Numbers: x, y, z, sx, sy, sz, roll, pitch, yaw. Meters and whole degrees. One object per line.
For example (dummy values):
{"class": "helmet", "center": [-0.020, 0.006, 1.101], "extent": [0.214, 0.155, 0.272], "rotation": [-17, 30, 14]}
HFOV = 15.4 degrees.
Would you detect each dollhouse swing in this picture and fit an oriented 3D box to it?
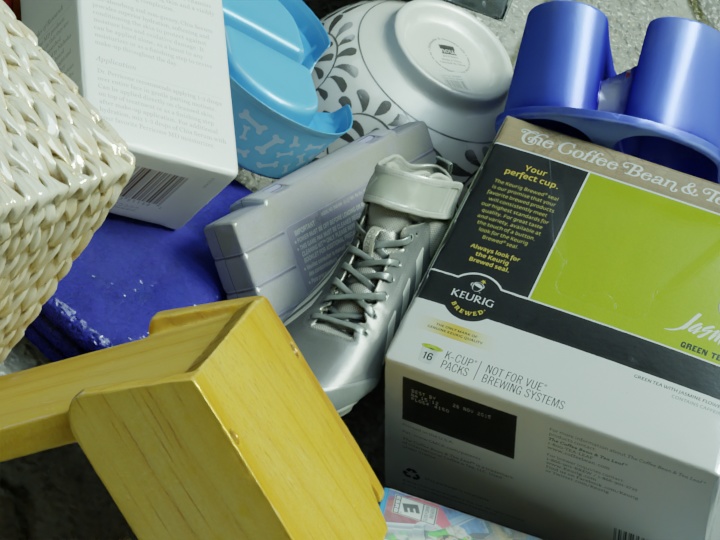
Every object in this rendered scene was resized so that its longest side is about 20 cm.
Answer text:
{"class": "dollhouse swing", "center": [-0.112, 0.115, 1.361], "extent": [0.182, 0.175, 0.200], "rotation": [59, 11, -6]}

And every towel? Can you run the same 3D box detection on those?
{"class": "towel", "center": [-0.141, -0.013, 1.546], "extent": [0.147, 0.050, 0.200], "rotation": [39, 37, 7]}

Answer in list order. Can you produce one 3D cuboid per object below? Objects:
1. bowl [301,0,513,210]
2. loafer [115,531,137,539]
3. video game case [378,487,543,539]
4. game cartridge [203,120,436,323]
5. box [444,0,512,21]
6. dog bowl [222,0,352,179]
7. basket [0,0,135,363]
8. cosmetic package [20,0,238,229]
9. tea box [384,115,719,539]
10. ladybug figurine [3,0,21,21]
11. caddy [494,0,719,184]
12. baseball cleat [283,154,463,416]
{"class": "bowl", "center": [0.039, -0.114, 1.737], "extent": [0.200, 0.094, 0.201], "rotation": [20, 42, -19]}
{"class": "loafer", "center": [-0.064, 0.189, 1.382], "extent": [0.199, 0.070, 0.076], "rotation": [18, 43, -22]}
{"class": "video game case", "center": [0.094, 0.193, 1.430], "extent": [0.199, 0.018, 0.143], "rotation": [19, 32, -1]}
{"class": "game cartridge", "center": [-0.008, -0.003, 1.596], "extent": [0.200, 0.038, 0.130], "rotation": [-30, 100, -49]}
{"class": "box", "center": [0.000, -0.248, 1.786], "extent": [0.199, 0.087, 0.164], "rotation": [20, 6, -21]}
{"class": "dog bowl", "center": [-0.071, -0.127, 1.647], "extent": [0.111, 0.050, 0.200], "rotation": [26, 26, -26]}
{"class": "basket", "center": [-0.256, -0.049, 1.374], "extent": [0.198, 0.200, 0.160], "rotation": [50, 39, 15]}
{"class": "cosmetic package", "center": [-0.137, -0.134, 1.540], "extent": [0.101, 0.071, 0.201], "rotation": [14, 56, -32]}
{"class": "tea box", "center": [0.138, 0.046, 1.538], "extent": [0.199, 0.134, 0.197], "rotation": [19, 56, 14]}
{"class": "ladybug figurine", "center": [-0.208, -0.153, 1.609], "extent": [0.199, 0.072, 0.136], "rotation": [1, 52, -35]}
{"class": "caddy", "center": [0.158, -0.088, 1.636], "extent": [0.140, 0.200, 0.106], "rotation": [9, 80, 10]}
{"class": "baseball cleat", "center": [0.000, 0.000, 1.509], "extent": [0.069, 0.107, 0.200], "rotation": [16, 37, 15]}
